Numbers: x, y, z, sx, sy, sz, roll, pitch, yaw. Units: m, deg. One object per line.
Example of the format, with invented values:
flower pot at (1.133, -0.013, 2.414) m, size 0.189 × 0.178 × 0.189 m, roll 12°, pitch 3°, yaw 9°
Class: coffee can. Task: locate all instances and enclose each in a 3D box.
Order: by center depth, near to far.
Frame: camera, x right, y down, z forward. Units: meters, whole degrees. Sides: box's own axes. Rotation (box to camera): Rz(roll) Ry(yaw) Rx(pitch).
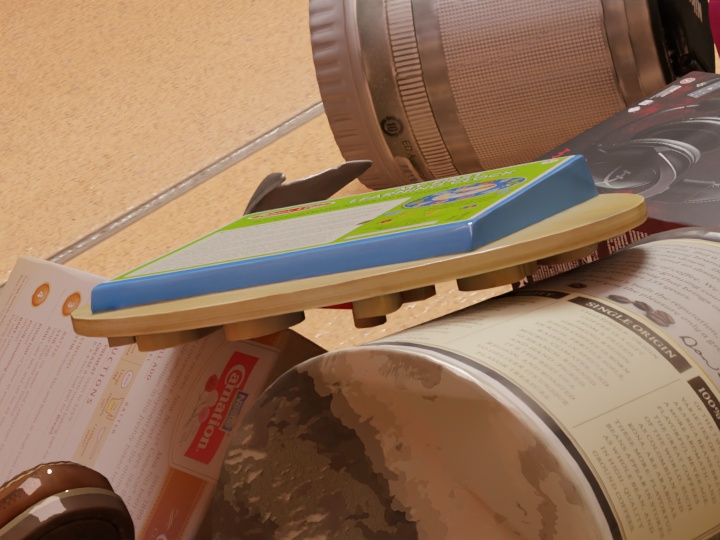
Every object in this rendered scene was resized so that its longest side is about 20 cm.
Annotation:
coffee can at (0.071, 0.074, 0.722) m, size 0.146 × 0.147 × 0.200 m, roll 0°, pitch 11°, yaw 37°

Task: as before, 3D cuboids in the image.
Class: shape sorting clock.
shape sorting clock at (0.000, 0.000, 0.766) m, size 0.200 × 0.039 × 0.200 m, roll -13°, pitch 8°, yaw 2°

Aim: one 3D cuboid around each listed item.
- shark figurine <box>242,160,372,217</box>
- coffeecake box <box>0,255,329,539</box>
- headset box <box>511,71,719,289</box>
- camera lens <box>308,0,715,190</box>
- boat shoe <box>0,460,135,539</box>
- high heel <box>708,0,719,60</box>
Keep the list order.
shark figurine at (-0.024, 0.065, 0.953) m, size 0.089 × 0.215 × 0.128 m, roll 13°, pitch -37°, yaw -39°
coffeecake box at (-0.093, 0.089, 0.876) m, size 0.200 × 0.073 × 0.154 m, roll 13°, pitch 75°, yaw 52°
headset box at (0.181, -0.025, 1.040) m, size 0.149 × 0.077 × 0.200 m, roll -29°, pitch 23°, yaw -28°
camera lens at (0.089, -0.131, 1.250) m, size 0.200 × 0.160 × 0.160 m, roll -10°, pitch 23°, yaw 18°
boat shoe at (-0.149, 0.123, 0.791) m, size 0.072 × 0.200 × 0.068 m, roll 8°, pitch 44°, yaw -39°
high heel at (0.182, -0.027, 0.903) m, size 0.096 × 0.200 × 0.067 m, roll -27°, pitch -12°, yaw -34°
